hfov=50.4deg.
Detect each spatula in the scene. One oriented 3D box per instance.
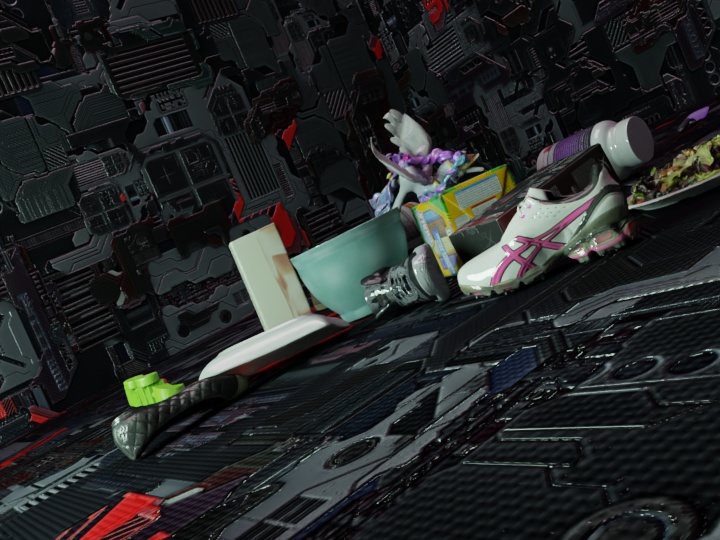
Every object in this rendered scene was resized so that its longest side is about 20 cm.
[{"bbox_3d":[0.805,-0.365,1.872,0.056,0.021,0.198,-21,6,42],"label":"spatula"}]

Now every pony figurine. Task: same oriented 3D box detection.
[{"bbox_3d":[0.092,-0.160,1.307,0.202,0.190,0.168,-59,3,42],"label":"pony figurine"}]

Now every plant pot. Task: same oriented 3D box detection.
[{"bbox_3d":[0.000,0.000,1.254,0.196,0.137,0.200,-26,3,1],"label":"plant pot"}]

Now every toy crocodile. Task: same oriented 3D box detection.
[{"bbox_3d":[-0.359,0.211,1.313,0.061,0.069,0.198,-20,1,-34],"label":"toy crocodile"}]

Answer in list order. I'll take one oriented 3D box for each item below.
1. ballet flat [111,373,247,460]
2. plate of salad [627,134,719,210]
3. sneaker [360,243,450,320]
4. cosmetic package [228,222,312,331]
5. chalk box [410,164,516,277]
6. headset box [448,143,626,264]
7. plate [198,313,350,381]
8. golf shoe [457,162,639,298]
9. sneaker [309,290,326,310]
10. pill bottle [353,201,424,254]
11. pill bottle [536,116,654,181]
[{"bbox_3d":[-0.223,0.183,0.976,0.197,0.057,0.067,-21,-23,-42],"label":"ballet flat"},{"bbox_3d":[0.396,-0.124,0.911,0.196,0.049,0.200,-25,4,2],"label":"plate of salad"},{"bbox_3d":[0.057,0.023,1.021,0.112,0.077,0.200,-25,-3,6],"label":"sneaker"},{"bbox_3d":[-0.146,0.032,1.298,0.085,0.205,0.103,-23,4,-11],"label":"cosmetic package"},{"bbox_3d":[0.165,-0.072,1.199,0.122,0.127,0.200,-25,3,-13],"label":"chalk box"},{"bbox_3d":[0.214,-0.065,0.978,0.198,0.076,0.148,-35,5,-17],"label":"headset box"},{"bbox_3d":[-0.119,0.106,1.096,0.195,0.033,0.200,-25,-8,5],"label":"plate"},{"bbox_3d":[0.185,-0.039,0.809,0.197,0.094,0.072,-26,4,23],"label":"golf shoe"},{"bbox_3d":[-0.048,0.031,1.696,0.198,0.077,0.070,-24,3,42],"label":"sneaker"},{"bbox_3d":[0.041,-0.039,1.425,0.197,0.119,0.116,-26,3,-22],"label":"pill bottle"},{"bbox_3d":[0.429,-0.205,1.401,0.110,0.114,0.198,-27,3,-37],"label":"pill bottle"}]
